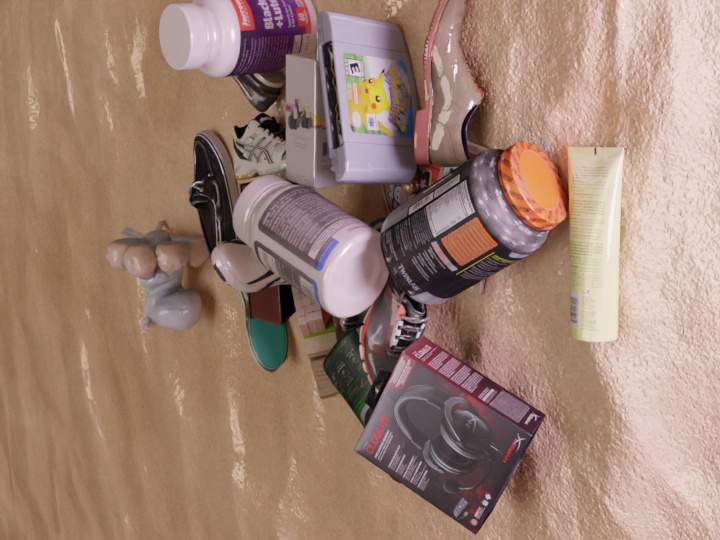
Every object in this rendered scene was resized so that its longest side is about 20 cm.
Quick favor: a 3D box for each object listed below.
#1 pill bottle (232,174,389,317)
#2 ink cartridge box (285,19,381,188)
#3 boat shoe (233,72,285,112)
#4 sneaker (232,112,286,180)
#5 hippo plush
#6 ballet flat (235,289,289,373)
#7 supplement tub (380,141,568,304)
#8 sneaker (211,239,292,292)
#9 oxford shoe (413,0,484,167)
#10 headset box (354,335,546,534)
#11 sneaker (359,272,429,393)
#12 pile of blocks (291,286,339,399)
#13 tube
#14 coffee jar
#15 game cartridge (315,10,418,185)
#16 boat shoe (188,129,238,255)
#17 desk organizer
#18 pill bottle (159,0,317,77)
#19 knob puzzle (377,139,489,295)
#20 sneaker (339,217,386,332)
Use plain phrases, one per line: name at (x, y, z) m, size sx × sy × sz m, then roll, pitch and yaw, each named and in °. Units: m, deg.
pill bottle at (-0.064, -0.036, 1.352) m, size 0.199 × 0.113 × 0.116 m, roll 34°, pitch 126°, yaw 38°
ink cartridge box at (-0.033, -0.216, 1.393) m, size 0.067 × 0.114 × 0.204 m, roll 21°, pitch 116°, yaw 46°
boat shoe at (-0.184, -0.310, 1.594) m, size 0.201 × 0.066 × 0.057 m, roll 50°, pitch 125°, yaw 26°
sneaker at (-0.128, -0.181, 1.556) m, size 0.198 × 0.075 × 0.089 m, roll -2°, pitch 100°, yaw 51°
hippo plush at (-0.343, 0.023, 1.824) m, size 0.198 × 0.157 × 0.164 m, roll 15°, pitch 112°, yaw 48°
ballet flat at (-0.154, 0.059, 1.689) m, size 0.062 × 0.066 × 0.204 m, roll 128°, pitch 127°, yaw -77°
supplement tub at (0.126, -0.053, 1.220) m, size 0.199 × 0.121 × 0.124 m, roll -31°, pitch 76°, yaw 39°
sneaker at (-0.094, -0.029, 1.473) m, size 0.129 × 0.197 × 0.081 m, roll -42°, pitch 48°, yaw 37°
oxford shoe at (0.110, -0.220, 1.267) m, size 0.073 × 0.070 × 0.204 m, roll 9°, pitch 104°, yaw 17°
headset box at (0.097, 0.188, 1.305) m, size 0.198 × 0.077 × 0.151 m, roll 32°, pitch 112°, yaw 14°
sneaker at (0.048, 0.064, 1.352) m, size 0.082 × 0.076 × 0.204 m, roll -167°, pitch 76°, yaw -65°
pile of blocks at (-0.046, 0.098, 1.542) m, size 0.083 × 0.061 × 0.202 m, roll -103°, pitch 0°, yaw -50°
tube at (0.248, -0.028, 1.154) m, size 0.057 × 0.052 × 0.204 m, roll -1°, pitch 97°, yaw 12°
coffee jar at (0.038, 0.173, 1.445) m, size 0.105 × 0.084 × 0.202 m, roll -52°, pitch 60°, yaw 37°
game cartridge at (0.013, -0.206, 1.319) m, size 0.040 × 0.132 × 0.204 m, roll -11°, pitch 83°, yaw 44°
boat shoe at (-0.237, -0.119, 1.719) m, size 0.071 × 0.067 × 0.204 m, roll -14°, pitch 90°, yaw 52°
desk organizer at (-0.120, -0.028, 1.598) m, size 0.076 × 0.071 × 0.204 m, roll 12°, pitch 110°, yaw 46°
pill bottle at (-0.163, -0.317, 1.458) m, size 0.111 × 0.198 × 0.114 m, roll 19°, pitch 116°, yaw 46°
knob puzzle at (0.081, -0.084, 1.357) m, size 0.218 × 0.030 × 0.224 m, roll 21°, pitch 117°, yaw 47°
sneaker at (0.000, 0.000, 1.447) m, size 0.080 × 0.076 × 0.202 m, roll 64°, pitch 148°, yaw 33°
